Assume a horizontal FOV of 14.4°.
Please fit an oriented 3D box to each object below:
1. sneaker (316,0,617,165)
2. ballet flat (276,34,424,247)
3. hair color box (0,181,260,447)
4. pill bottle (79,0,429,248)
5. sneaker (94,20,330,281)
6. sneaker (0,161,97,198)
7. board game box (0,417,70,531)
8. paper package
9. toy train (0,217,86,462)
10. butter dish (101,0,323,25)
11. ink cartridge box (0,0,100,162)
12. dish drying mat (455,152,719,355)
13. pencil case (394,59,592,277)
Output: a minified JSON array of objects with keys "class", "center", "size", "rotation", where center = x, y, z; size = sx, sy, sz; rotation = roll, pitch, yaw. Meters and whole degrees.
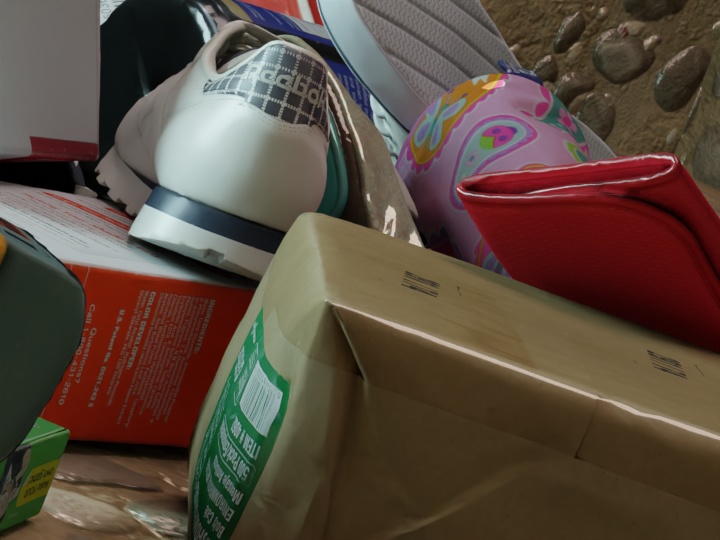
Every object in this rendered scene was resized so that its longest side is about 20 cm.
[{"class":"sneaker","center":[0.035,-0.063,1.217],"size":[0.071,0.073,0.200],"rotation":[-14,-43,37]},{"class":"ballet flat","center":[0.000,0.000,1.090],"size":[0.062,0.067,0.200],"rotation":[16,46,-46]},{"class":"hair color box","center":[-0.093,0.014,0.979],"size":[0.111,0.064,0.200],"rotation":[23,9,33]},{"class":"pill bottle","center":[-0.025,-0.055,1.288],"size":[0.200,0.112,0.112],"rotation":[13,10,-43]},{"class":"sneaker","center":[-0.045,-0.048,1.018],"size":[0.076,0.081,0.200],"rotation":[17,6,-15]},{"class":"sneaker","center":[-0.194,-0.057,1.153],"size":[0.199,0.080,0.130],"rotation":[29,-5,-23]},{"class":"board game box","center":[-0.167,0.038,0.721],"size":[0.134,0.029,0.200],"rotation":[23,7,10]},{"class":"paper package","center":[0.049,0.067,0.820],"size":[0.190,0.104,0.200],"rotation":[19,8,-6]},{"class":"toy train","center":[-0.147,-0.012,0.748],"size":[0.114,0.085,0.200],"rotation":[31,0,-26]},{"class":"butter dish","center":[-0.101,-0.091,1.459],"size":[0.199,0.148,0.200],"rotation":[-2,44,-15]},{"class":"ink cartridge box","center":[-0.210,-0.110,1.018],"size":[0.199,0.145,0.145],"rotation":[0,1,14]},{"class":"dish drying mat","center":[0.105,0.028,0.937],"size":[0.077,0.018,0.200],"rotation":[-5,-36,28]},{"class":"pencil case","center":[0.077,0.003,1.094],"size":[0.087,0.088,0.200],"rotation":[17,27,-27]}]
